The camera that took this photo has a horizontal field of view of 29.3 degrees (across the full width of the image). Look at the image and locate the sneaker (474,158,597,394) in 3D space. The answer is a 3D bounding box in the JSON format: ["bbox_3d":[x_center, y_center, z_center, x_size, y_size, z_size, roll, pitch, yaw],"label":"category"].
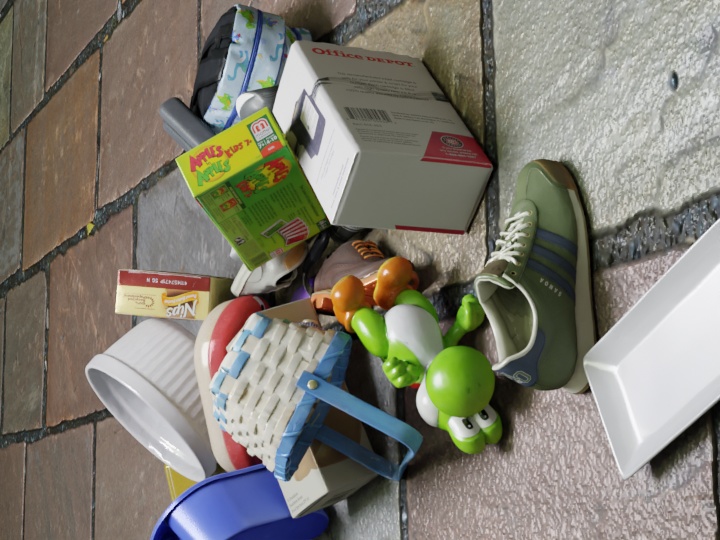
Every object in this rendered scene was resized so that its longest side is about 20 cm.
[{"bbox_3d":[0.134,-0.001,1.117,0.067,0.089,0.203,-37,53,56],"label":"sneaker"}]

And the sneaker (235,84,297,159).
[{"bbox_3d":[-0.087,-0.130,1.466,0.200,0.073,0.086,90,169,-71],"label":"sneaker"}]

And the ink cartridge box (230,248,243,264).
[{"bbox_3d":[-0.088,-0.121,1.648,0.162,0.057,0.202,-35,35,57],"label":"ink cartridge box"}]

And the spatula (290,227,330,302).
[{"bbox_3d":[-0.058,0.007,1.531,0.201,0.020,0.057,112,173,-60],"label":"spatula"}]

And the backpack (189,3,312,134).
[{"bbox_3d":[-0.132,-0.235,1.626,0.200,0.152,0.165,95,-168,-76],"label":"backpack"}]

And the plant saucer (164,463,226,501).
[{"bbox_3d":[-0.203,0.265,1.788,0.201,0.048,0.201,-64,34,37],"label":"plant saucer"}]

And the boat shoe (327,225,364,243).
[{"bbox_3d":[-0.033,-0.129,1.490,0.064,0.070,0.203,-41,52,52],"label":"boat shoe"}]

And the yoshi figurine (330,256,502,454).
[{"bbox_3d":[0.061,0.068,1.230,0.113,0.112,0.200,-47,60,13],"label":"yoshi figurine"}]

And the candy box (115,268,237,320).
[{"bbox_3d":[-0.212,0.031,1.670,0.200,0.114,0.056,8,-93,-82],"label":"candy box"}]

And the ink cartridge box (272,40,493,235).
[{"bbox_3d":[0.016,-0.128,1.311,0.201,0.143,0.085,62,140,47],"label":"ink cartridge box"}]

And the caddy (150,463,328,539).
[{"bbox_3d":[-0.132,0.283,1.495,0.105,0.198,0.143,46,129,37],"label":"caddy"}]

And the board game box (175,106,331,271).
[{"bbox_3d":[-0.102,-0.076,1.365,0.048,0.101,0.200,60,180,23],"label":"board game box"}]

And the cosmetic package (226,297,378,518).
[{"bbox_3d":[-0.062,0.144,1.442,0.202,0.070,0.105,66,148,16],"label":"cosmetic package"}]

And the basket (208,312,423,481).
[{"bbox_3d":[-0.038,0.132,1.296,0.140,0.199,0.177,-57,-5,-20],"label":"basket"}]

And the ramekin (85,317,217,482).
[{"bbox_3d":[-0.227,0.150,1.670,0.105,0.201,0.199,-48,17,-22],"label":"ramekin"}]

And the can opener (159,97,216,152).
[{"bbox_3d":[-0.176,-0.125,1.603,0.200,0.066,0.053,49,160,28],"label":"can opener"}]

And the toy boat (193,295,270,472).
[{"bbox_3d":[-0.105,0.127,1.557,0.129,0.130,0.203,-12,92,21],"label":"toy boat"}]

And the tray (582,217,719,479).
[{"bbox_3d":[0.233,0.057,0.988,0.201,0.022,0.108,-55,39,46],"label":"tray"}]

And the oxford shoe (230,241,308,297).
[{"bbox_3d":[-0.102,-0.001,1.554,0.076,0.057,0.200,-58,4,-21],"label":"oxford shoe"}]

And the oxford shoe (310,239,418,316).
[{"bbox_3d":[0.000,0.000,1.408,0.199,0.070,0.074,-17,66,62],"label":"oxford shoe"}]
